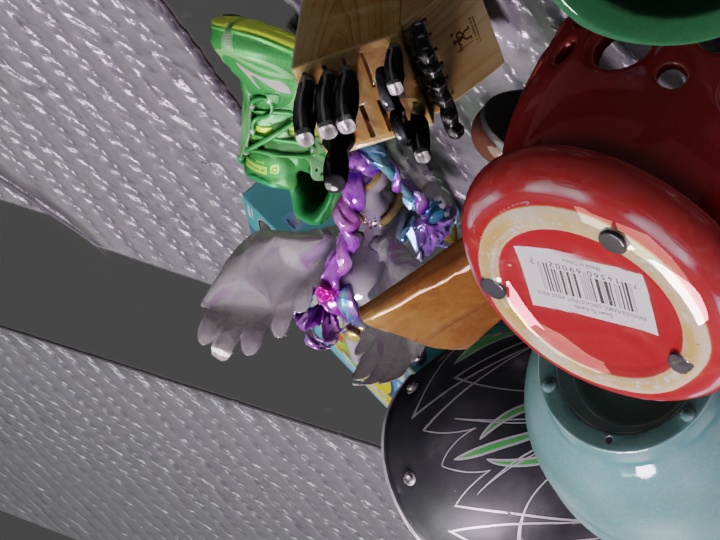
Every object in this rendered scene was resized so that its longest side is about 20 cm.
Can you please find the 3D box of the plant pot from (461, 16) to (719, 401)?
[{"bbox_3d":[0.166,-0.040,1.413,0.200,0.183,0.201,25,148,17],"label":"plant pot"}]

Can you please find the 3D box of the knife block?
[{"bbox_3d":[-0.010,-0.112,1.557,0.200,0.176,0.064,9,127,49],"label":"knife block"}]

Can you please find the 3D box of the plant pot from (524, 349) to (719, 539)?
[{"bbox_3d":[0.186,0.072,1.634,0.200,0.200,0.134,22,173,28],"label":"plant pot"}]

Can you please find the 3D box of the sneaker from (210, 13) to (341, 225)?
[{"bbox_3d":[-0.049,-0.101,1.793,0.074,0.084,0.200,17,155,37],"label":"sneaker"}]

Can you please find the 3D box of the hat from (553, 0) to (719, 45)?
[{"bbox_3d":[0.139,-0.219,1.285,0.166,0.200,0.176,28,-153,-27],"label":"hat"}]

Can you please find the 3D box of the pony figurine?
[{"bbox_3d":[0.000,0.000,1.793,0.166,0.193,0.200,13,162,22],"label":"pony figurine"}]

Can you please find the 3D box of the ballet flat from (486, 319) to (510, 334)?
[{"bbox_3d":[0.150,0.084,1.968,0.200,0.068,0.068,11,165,46],"label":"ballet flat"}]

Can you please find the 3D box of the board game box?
[{"bbox_3d":[-0.005,0.027,2.000,0.200,0.047,0.151,45,166,21],"label":"board game box"}]

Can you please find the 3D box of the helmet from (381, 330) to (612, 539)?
[{"bbox_3d":[0.109,0.133,1.823,0.200,0.200,0.191,31,162,3],"label":"helmet"}]

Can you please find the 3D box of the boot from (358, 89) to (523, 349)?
[{"bbox_3d":[0.074,-0.027,1.614,0.200,0.069,0.188,-33,154,30],"label":"boot"}]
